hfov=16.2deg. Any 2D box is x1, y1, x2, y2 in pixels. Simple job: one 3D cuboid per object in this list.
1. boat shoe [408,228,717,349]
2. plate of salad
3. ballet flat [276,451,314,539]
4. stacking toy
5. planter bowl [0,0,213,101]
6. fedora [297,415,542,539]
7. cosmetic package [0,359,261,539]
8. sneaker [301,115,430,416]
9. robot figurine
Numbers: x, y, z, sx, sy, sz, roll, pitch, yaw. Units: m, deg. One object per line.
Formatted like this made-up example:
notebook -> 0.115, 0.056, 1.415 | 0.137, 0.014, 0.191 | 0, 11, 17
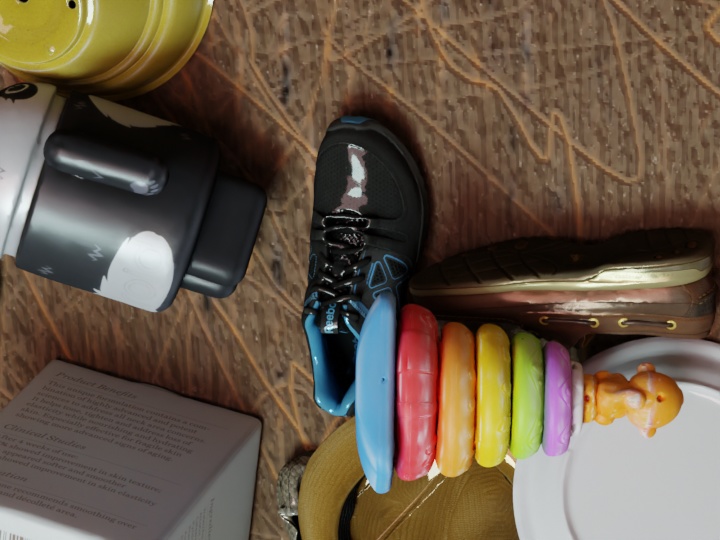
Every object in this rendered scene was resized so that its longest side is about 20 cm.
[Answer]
boat shoe -> 0.127, 0.020, 1.592 | 0.200, 0.072, 0.068 | -4, 111, 22
plate of salad -> 0.197, 0.142, 1.604 | 0.200, 0.048, 0.200 | 0, 84, 2
ballet flat -> -0.014, 0.222, 1.765 | 0.067, 0.046, 0.200 | -9, 111, 27
stacking toy -> 0.098, 0.077, 1.555 | 0.200, 0.110, 0.116 | 0, 78, 1
planter bowl -> -0.201, -0.188, 1.623 | 0.200, 0.083, 0.200 | 9, 118, 18
fedora -> 0.058, 0.159, 1.684 | 0.201, 0.082, 0.201 | 7, 113, 16
cosmetic package -> -0.185, 0.192, 1.731 | 0.167, 0.200, 0.166 | 15, 119, 16
sneaker -> 0.000, 0.000, 1.630 | 0.073, 0.082, 0.200 | 6, 115, 22
robot figurine -> -0.165, -0.049, 1.639 | 0.200, 0.125, 0.150 | 18, 127, -6
